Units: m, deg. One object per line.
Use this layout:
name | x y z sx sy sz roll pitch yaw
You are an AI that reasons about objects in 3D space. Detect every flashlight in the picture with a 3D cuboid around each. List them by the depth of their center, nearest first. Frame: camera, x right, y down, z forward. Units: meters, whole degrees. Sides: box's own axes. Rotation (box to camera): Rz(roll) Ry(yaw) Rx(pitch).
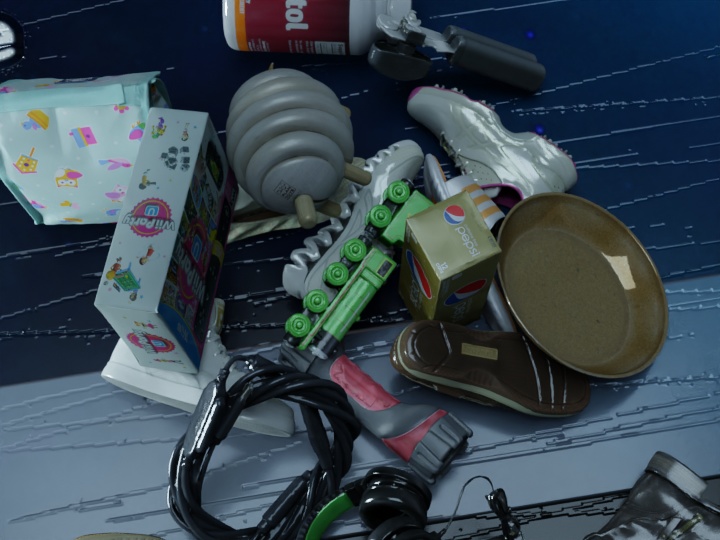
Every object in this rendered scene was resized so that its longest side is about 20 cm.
flashlight | 0.014 0.117 1.236 0.200 0.068 0.068 41 61 17

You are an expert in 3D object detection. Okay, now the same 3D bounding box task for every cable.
cable | -0.091 0.179 1.190 0.162 0.051 0.202 17 102 -23

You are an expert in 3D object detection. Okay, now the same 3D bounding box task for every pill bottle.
pill bottle | -0.043 -0.290 1.382 0.198 0.113 0.114 2 67 3

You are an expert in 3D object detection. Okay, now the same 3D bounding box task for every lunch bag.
lunch bag | -0.269 -0.131 1.276 0.169 0.200 0.123 -2 67 2

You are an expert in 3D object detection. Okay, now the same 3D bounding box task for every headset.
headset | 0.041 0.240 1.155 0.198 0.094 0.124 -22 38 11

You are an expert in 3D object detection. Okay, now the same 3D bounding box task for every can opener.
can opener | 0.099 -0.224 1.350 0.198 0.067 0.053 9 32 -23

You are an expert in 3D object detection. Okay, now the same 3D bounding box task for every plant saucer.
plant saucer | 0.209 0.019 1.255 0.199 0.035 0.202 14 57 -22

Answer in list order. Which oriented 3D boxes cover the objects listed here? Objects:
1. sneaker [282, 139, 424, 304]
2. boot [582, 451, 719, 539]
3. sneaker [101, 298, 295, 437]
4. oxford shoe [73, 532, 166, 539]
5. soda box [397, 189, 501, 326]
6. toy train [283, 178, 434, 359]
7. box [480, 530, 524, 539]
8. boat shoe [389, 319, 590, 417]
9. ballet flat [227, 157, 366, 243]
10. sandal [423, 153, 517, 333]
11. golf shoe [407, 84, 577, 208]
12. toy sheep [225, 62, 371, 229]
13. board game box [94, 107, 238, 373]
sneaker | 0.010 -0.041 1.295 0.081 0.075 0.201 32 79 24
boot | 0.283 0.283 1.168 0.200 0.069 0.174 38 79 20
sneaker | -0.142 0.083 1.252 0.198 0.074 0.116 18 72 10
oxford shoe | -0.182 0.276 1.171 0.198 0.075 0.071 10 69 7
soda box | 0.080 0.002 1.209 0.064 0.200 0.068 -26 73 -9
toy train | 0.000 0.000 1.233 0.056 0.042 0.201 37 80 -3
box | 0.095 0.351 1.149 0.159 0.044 0.202 -14 68 -4
boat shoe | 0.122 0.095 1.241 0.201 0.075 0.075 20 67 -15
ballet flat | -0.078 -0.076 1.322 0.198 0.062 0.068 -21 69 -7
sandal | 0.123 -0.027 1.291 0.059 0.079 0.208 -24 78 -7
golf shoe | 0.123 -0.120 1.330 0.199 0.075 0.092 31 78 17
toy sheep | -0.064 -0.118 1.235 0.137 0.139 0.201 -17 49 -5
board game box | -0.174 -0.026 1.194 0.064 0.148 0.202 6 66 11
